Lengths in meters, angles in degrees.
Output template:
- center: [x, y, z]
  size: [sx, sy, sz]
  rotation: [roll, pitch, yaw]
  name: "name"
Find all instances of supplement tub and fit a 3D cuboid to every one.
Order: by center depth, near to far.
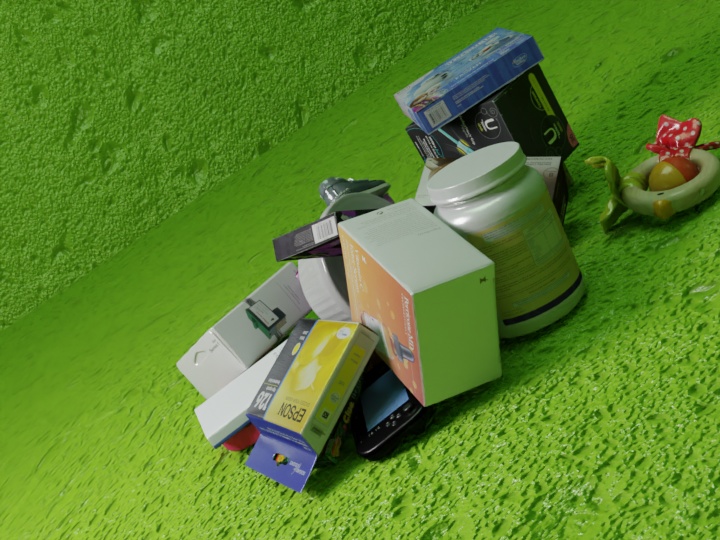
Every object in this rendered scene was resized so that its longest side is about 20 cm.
- center: [0.173, -0.037, 1.295]
  size: [0.144, 0.202, 0.146]
  rotation: [-23, 16, 7]
  name: "supplement tub"

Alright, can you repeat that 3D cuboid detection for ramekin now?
- center: [0.000, 0.000, 1.535]
  size: [0.094, 0.203, 0.202]
  rotation: [-31, 11, 48]
  name: "ramekin"

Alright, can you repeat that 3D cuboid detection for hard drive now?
- center: [-0.135, 0.158, 1.481]
  size: [0.199, 0.026, 0.132]
  rotation: [-37, 17, -7]
  name: "hard drive"

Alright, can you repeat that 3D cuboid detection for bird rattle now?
- center: [0.399, -0.118, 1.390]
  size: [0.198, 0.114, 0.163]
  rotation: [-22, 26, -14]
  name: "bird rattle"

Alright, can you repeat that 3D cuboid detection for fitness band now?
- center: [-0.144, 0.188, 1.524]
  size: [0.143, 0.038, 0.200]
  rotation: [-34, 16, 1]
  name: "fitness band"

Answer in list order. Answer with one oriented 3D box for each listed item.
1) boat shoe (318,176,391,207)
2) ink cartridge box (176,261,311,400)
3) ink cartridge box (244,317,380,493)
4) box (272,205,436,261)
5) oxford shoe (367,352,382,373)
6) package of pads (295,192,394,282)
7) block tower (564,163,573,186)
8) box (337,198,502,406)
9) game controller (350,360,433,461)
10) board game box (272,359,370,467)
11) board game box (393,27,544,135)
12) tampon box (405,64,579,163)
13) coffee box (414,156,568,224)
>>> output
- center: [-0.009, -0.124, 1.664]
  size: [0.073, 0.062, 0.200]
  rotation: [-47, -7, 21]
  name: "boat shoe"
- center: [-0.171, 0.096, 1.651]
  size: [0.200, 0.084, 0.146]
  rotation: [-43, 0, -41]
  name: "ink cartridge box"
- center: [-0.075, 0.154, 1.304]
  size: [0.202, 0.047, 0.197]
  rotation: [-60, 22, -14]
  name: "ink cartridge box"
- center: [0.004, -0.049, 1.400]
  size: [0.198, 0.037, 0.142]
  rotation: [-8, -8, -40]
  name: "box"
- center: [0.051, 0.086, 1.438]
  size: [0.198, 0.072, 0.073]
  rotation: [-28, -3, -2]
  name: "oxford shoe"
- center: [0.008, -0.015, 1.659]
  size: [0.200, 0.121, 0.076]
  rotation: [-40, -4, -26]
  name: "package of pads"
- center: [0.246, -0.099, 1.606]
  size: [0.057, 0.054, 0.200]
  rotation: [-10, 27, 48]
  name: "block tower"
- center: [0.067, 0.032, 1.245]
  size: [0.105, 0.154, 0.200]
  rotation: [-18, 31, -18]
  name: "box"
- center: [0.032, 0.158, 1.287]
  size: [0.103, 0.042, 0.200]
  rotation: [-30, 17, 4]
  name: "game controller"
- center: [-0.041, 0.155, 1.342]
  size: [0.104, 0.023, 0.202]
  rotation: [-21, 40, 43]
  name: "board game box"
- center: [0.156, -0.288, 1.602]
  size: [0.198, 0.044, 0.199]
  rotation: [-33, 17, 2]
  name: "board game box"
- center: [0.200, -0.206, 1.632]
  size: [0.126, 0.151, 0.199]
  rotation: [-43, 21, -32]
  name: "tampon box"
- center: [0.181, -0.092, 1.488]
  size: [0.197, 0.080, 0.114]
  rotation: [3, 51, 22]
  name: "coffee box"
